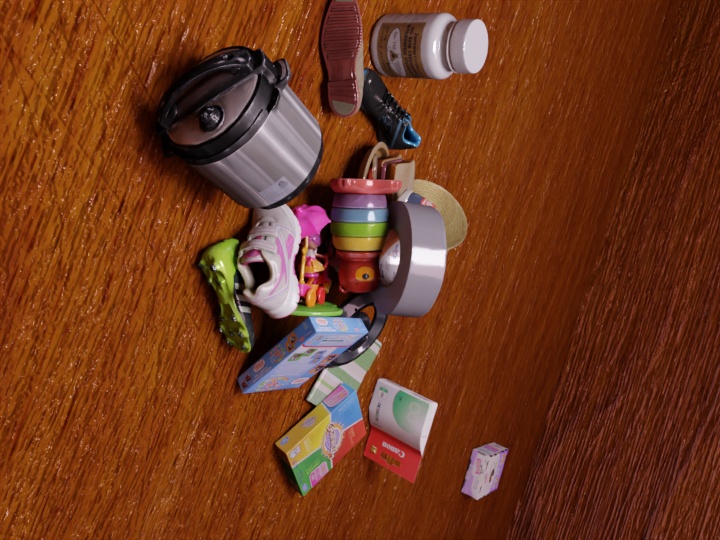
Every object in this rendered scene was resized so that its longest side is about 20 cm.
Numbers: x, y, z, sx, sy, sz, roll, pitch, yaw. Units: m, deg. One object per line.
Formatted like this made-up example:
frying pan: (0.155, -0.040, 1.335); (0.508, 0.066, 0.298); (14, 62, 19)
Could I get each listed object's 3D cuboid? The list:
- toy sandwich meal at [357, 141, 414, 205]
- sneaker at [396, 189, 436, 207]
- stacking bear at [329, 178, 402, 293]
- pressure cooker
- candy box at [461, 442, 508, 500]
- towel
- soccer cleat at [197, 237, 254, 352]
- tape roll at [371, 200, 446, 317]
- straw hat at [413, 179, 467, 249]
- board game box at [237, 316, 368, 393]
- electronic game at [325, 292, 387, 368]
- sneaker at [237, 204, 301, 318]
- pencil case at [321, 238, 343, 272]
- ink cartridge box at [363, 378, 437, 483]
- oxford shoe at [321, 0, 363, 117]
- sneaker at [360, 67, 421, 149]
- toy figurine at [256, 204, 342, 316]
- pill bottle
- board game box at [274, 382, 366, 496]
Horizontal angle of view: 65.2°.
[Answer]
toy sandwich meal: (0.050, -0.159, 1.123); (0.205, 0.070, 0.207); (11, 90, -73)
sneaker: (0.103, -0.064, 1.132); (0.075, 0.084, 0.201); (-55, 162, -41)
stacking bear: (-0.001, -0.059, 0.992); (0.121, 0.114, 0.202); (-2, 99, -20)
pressure cooker: (-0.162, -0.198, 0.761); (0.177, 0.178, 0.200); (-62, 144, -9)
candy box: (0.469, 0.748, 2.112); (0.200, 0.071, 0.169); (13, 94, -56)
towel: (-0.034, 0.219, 1.248); (0.201, 0.023, 0.153); (-60, 142, -15)
soccer cleat: (-0.199, 0.044, 0.913); (0.081, 0.067, 0.201); (-45, 136, -45)
tape roll: (0.079, -0.019, 0.997); (0.066, 0.200, 0.202); (7, 100, -18)
straw hat: (0.136, -0.105, 1.281); (0.201, 0.201, 0.085); (-39, 172, -38)
board game box: (-0.103, 0.153, 1.012); (0.200, 0.037, 0.151); (-41, 153, 24)
electronic game: (-0.015, 0.118, 1.145); (0.199, 0.042, 0.201); (-34, 146, -27)
sneaker: (-0.146, -0.030, 0.884); (0.088, 0.081, 0.201); (28, 50, -60)
pencil case: (0.000, 0.000, 1.145); (0.094, 0.090, 0.200); (-64, 146, -21)
ink cartridge box: (0.084, 0.383, 1.355); (0.050, 0.160, 0.201); (19, 89, -53)
oxford shoe: (-0.027, -0.374, 0.988); (0.075, 0.070, 0.201); (-53, 148, -69)
sneaker: (0.058, -0.313, 1.097); (0.074, 0.082, 0.200); (-62, 143, -16)
toy figurine: (-0.091, -0.022, 0.996); (0.200, 0.149, 0.186); (0, 95, -75)
pill bottle: (0.127, -0.416, 1.045); (0.114, 0.199, 0.115); (-25, 123, -46)
board game box: (-0.079, 0.359, 1.204); (0.200, 0.040, 0.154); (-38, 134, -30)
